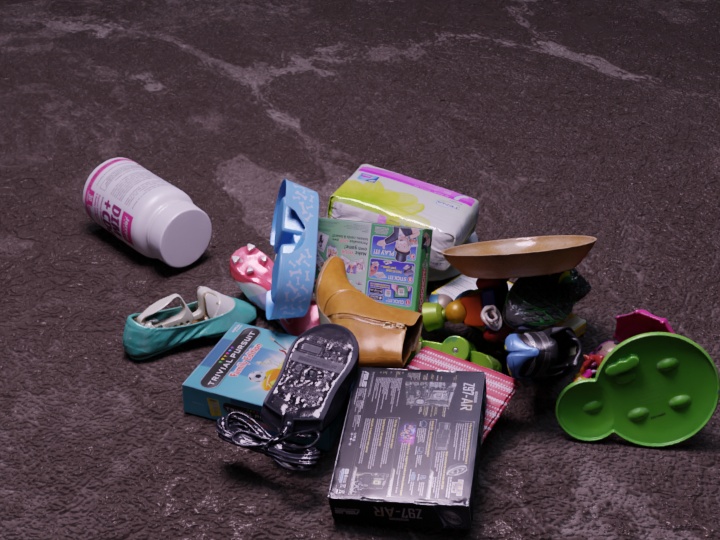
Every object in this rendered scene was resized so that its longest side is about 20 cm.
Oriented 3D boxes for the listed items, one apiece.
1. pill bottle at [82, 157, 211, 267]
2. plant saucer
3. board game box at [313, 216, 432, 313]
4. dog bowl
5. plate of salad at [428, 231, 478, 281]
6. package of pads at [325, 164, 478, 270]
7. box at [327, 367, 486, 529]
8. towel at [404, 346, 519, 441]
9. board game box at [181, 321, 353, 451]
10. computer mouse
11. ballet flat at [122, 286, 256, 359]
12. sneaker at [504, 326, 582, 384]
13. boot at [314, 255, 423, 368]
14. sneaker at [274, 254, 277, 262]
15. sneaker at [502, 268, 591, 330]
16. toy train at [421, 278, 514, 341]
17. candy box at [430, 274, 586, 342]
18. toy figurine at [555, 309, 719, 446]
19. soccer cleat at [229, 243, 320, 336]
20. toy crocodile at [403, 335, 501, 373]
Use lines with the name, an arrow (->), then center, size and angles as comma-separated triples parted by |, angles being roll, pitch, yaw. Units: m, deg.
pill bottle -> -0.323, -0.087, 1.844 | 0.113, 0.114, 0.200 | -26, 41, -36
plant saucer -> 0.204, -0.016, 1.563 | 0.200, 0.036, 0.200 | -5, 6, 1
board game box -> 0.000, 0.000, 1.664 | 0.200, 0.135, 0.029 | 8, 5, 32
dog bowl -> -0.090, -0.026, 1.624 | 0.049, 0.112, 0.200 | 9, 60, -11
plate of salad -> 0.080, -0.043, 1.846 | 0.200, 0.048, 0.200 | 5, 41, -4
package of pads -> 0.062, -0.080, 1.779 | 0.200, 0.068, 0.155 | 18, 29, 12
box -> 0.059, 0.200, 1.408 | 0.160, 0.044, 0.200 | 1, 43, 11
towel -> 0.087, 0.182, 1.472 | 0.144, 0.023, 0.200 | 19, 49, 27
board game box -> -0.103, 0.143, 1.546 | 0.200, 0.047, 0.151 | 13, 34, 17
computer mouse -> -0.069, 0.151, 1.450 | 0.138, 0.053, 0.200 | 18, 56, 25
ballet flat -> -0.228, 0.061, 1.651 | 0.200, 0.071, 0.067 | -18, 33, -28
sneaker -> 0.243, 0.108, 1.530 | 0.083, 0.071, 0.200 | -4, -5, 23
boot -> 0.011, 0.056, 1.576 | 0.144, 0.071, 0.201 | 0, 41, 11
sneaker -> -0.031, -0.008, 1.740 | 0.199, 0.079, 0.079 | 8, -2, 10
sneaker -> 0.238, 0.051, 1.598 | 0.078, 0.085, 0.200 | 45, 27, 17
toy train -> 0.131, 0.054, 1.577 | 0.115, 0.085, 0.200 | -8, 3, 16
candy box -> 0.206, 0.058, 1.707 | 0.200, 0.026, 0.102 | 29, 40, 35
toy figurine -> 0.342, 0.125, 1.548 | 0.200, 0.150, 0.184 | -20, 15, 12
soccer cleat -> -0.108, 0.044, 1.688 | 0.067, 0.077, 0.200 | -39, 67, -21
toy crocodile -> 0.089, 0.112, 1.594 | 0.200, 0.062, 0.068 | 9, -6, 17
